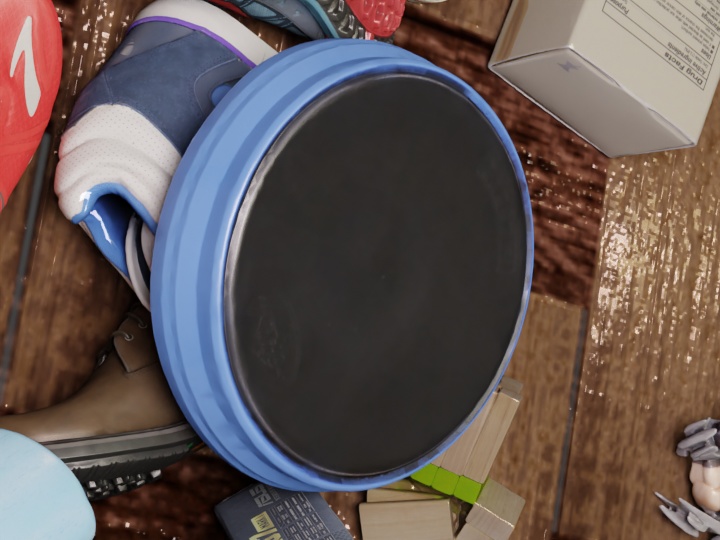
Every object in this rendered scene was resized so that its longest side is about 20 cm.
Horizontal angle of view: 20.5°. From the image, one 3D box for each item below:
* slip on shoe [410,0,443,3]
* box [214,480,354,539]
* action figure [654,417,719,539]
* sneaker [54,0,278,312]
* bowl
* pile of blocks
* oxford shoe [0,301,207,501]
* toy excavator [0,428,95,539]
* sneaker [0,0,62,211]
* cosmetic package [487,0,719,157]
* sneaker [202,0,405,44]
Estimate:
[{"bbox_3d":[0.044,-0.238,1.010,0.074,0.061,0.201,4,83,-32],"label":"slip on shoe"},{"bbox_3d":[0.005,0.183,0.868,0.051,0.200,0.158,-28,105,-7],"label":"box"},{"bbox_3d":[0.237,0.090,1.114,0.130,0.069,0.201,29,74,-34],"label":"action figure"},{"bbox_3d":[-0.047,-0.019,0.903,0.200,0.081,0.147,35,52,-18],"label":"sneaker"},{"bbox_3d":[0.000,0.000,0.870,0.200,0.039,0.202,-10,105,-41],"label":"bowl"},{"bbox_3d":[0.047,0.135,0.995,0.062,0.082,0.201,-38,126,-75],"label":"pile of blocks"},{"bbox_3d":[-0.099,0.052,0.895,0.199,0.073,0.085,-16,78,-35],"label":"oxford shoe"},{"bbox_3d":[-0.125,0.129,0.765,0.100,0.199,0.195,-37,109,-59],"label":"toy excavator"},{"bbox_3d":[-0.170,-0.038,0.834,0.077,0.085,0.201,32,69,-29],"label":"sneaker"},{"bbox_3d":[0.155,-0.173,1.074,0.105,0.071,0.201,34,69,-28],"label":"cosmetic package"},{"bbox_3d":[-0.047,-0.156,0.930,0.200,0.095,0.080,20,85,-59],"label":"sneaker"}]
